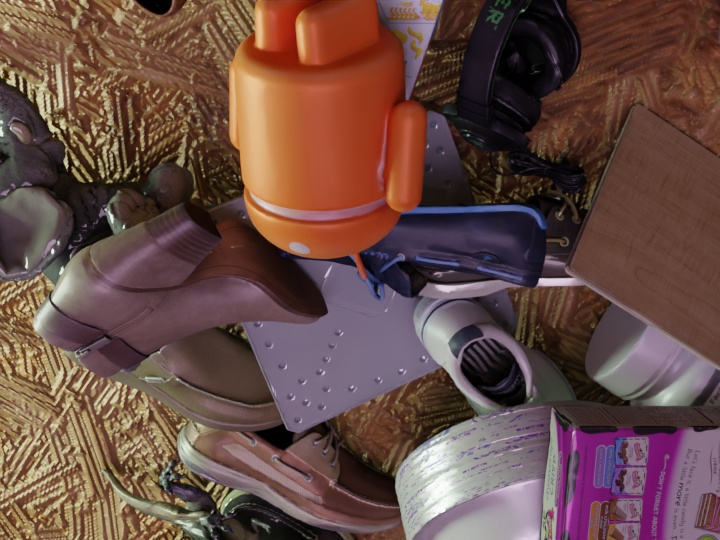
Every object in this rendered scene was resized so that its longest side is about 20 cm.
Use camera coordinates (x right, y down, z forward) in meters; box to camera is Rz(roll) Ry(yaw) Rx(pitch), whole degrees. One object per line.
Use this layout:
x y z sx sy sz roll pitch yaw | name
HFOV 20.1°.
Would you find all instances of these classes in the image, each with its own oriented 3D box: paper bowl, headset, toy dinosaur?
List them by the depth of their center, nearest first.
0.122 -0.130 1.460 0.094 0.124 0.200 24 151 19 | headset
0.133 0.190 1.586 0.200 0.105 0.201 -10 152 -6 | paper bowl
-0.130 0.197 1.639 0.200 0.048 0.088 23 159 11 | toy dinosaur

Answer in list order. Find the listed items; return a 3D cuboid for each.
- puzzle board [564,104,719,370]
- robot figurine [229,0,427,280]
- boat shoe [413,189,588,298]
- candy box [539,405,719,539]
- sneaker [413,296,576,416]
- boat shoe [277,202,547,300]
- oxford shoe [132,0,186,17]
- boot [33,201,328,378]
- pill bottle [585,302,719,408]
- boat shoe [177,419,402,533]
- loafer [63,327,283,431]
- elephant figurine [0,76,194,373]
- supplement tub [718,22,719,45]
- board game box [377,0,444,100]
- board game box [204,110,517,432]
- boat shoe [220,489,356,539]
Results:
0.257 -0.011 1.515 0.200 0.151 0.017 32 154 -14 | puzzle board
-0.025 -0.093 1.368 0.143 0.117 0.200 1 120 5 | robot figurine
0.134 -0.025 1.527 0.201 0.072 0.060 -8 115 -8 | boat shoe
0.236 0.170 1.487 0.199 0.061 0.137 2 103 -12 | candy box
0.111 0.090 1.573 0.073 0.071 0.200 -43 131 10 | sneaker
0.033 -0.012 1.456 0.200 0.084 0.069 -1 92 23 | boat shoe
-0.182 -0.264 1.429 0.071 0.071 0.200 -32 111 20 | oxford shoe
-0.134 0.027 1.469 0.146 0.070 0.200 -38 137 16 | boot
0.281 0.092 1.570 0.200 0.114 0.114 32 115 -13 | pill bottle
-0.047 0.153 1.644 0.200 0.076 0.072 20 115 -9 | boat shoe
-0.138 0.066 1.594 0.200 0.076 0.068 18 138 -6 | loafer
-0.235 -0.046 1.526 0.200 0.155 0.142 17 146 2 | elephant figurine
0.367 -0.154 1.416 0.200 0.146 0.145 34 115 -15 | supplement tub
0.016 -0.232 1.415 0.105 0.103 0.200 17 119 -5 | board game box
0.000 0.000 1.552 0.200 0.026 0.200 -24 116 -6 | board game box
-0.032 0.254 1.700 0.201 0.066 0.072 38 116 -15 | boat shoe
